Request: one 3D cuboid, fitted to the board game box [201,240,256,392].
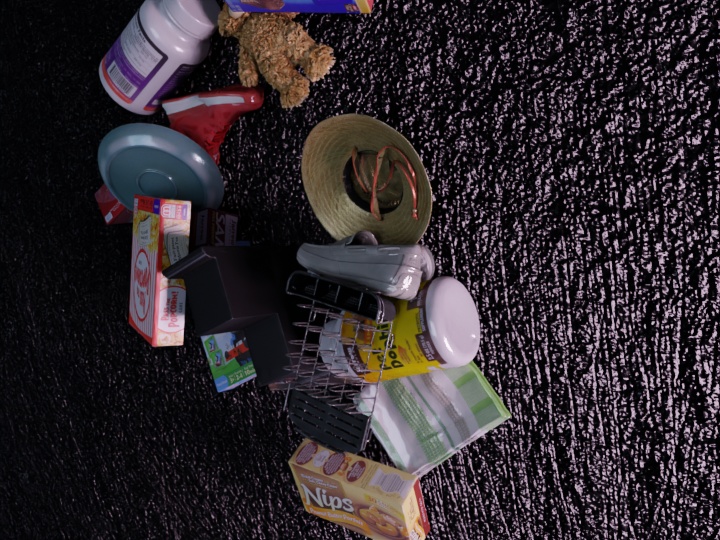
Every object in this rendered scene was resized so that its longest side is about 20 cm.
[{"bbox_3d":[-0.205,0.076,1.009,0.150,0.036,0.202,-29,75,35],"label":"board game box"}]

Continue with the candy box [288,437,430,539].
[{"bbox_3d":[-0.003,0.329,0.919,0.198,0.055,0.117,10,127,33],"label":"candy box"}]

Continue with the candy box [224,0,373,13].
[{"bbox_3d":[-0.092,-0.377,0.724,0.197,0.169,0.078,7,79,18],"label":"candy box"}]

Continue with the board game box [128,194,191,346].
[{"bbox_3d":[-0.295,-0.006,0.915,0.151,0.046,0.203,13,101,57],"label":"board game box"}]

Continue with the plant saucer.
[{"bbox_3d":[-0.312,-0.138,0.973,0.197,0.028,0.201,5,140,4],"label":"plant saucer"}]

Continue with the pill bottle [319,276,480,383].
[{"bbox_3d":[0.044,0.082,0.800,0.198,0.109,0.111,-19,91,37],"label":"pill bottle"}]

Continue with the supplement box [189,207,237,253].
[{"bbox_3d":[-0.280,-0.023,1.005,0.198,0.061,0.110,-12,73,41],"label":"supplement box"}]

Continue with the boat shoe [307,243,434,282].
[{"bbox_3d":[0.001,0.002,0.850,0.200,0.065,0.075,-2,100,34],"label":"boat shoe"}]

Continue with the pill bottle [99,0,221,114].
[{"bbox_3d":[-0.297,-0.336,0.940,0.199,0.111,0.112,-32,84,35],"label":"pill bottle"}]

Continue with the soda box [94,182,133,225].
[{"bbox_3d":[-0.364,-0.152,1.055,0.199,0.070,0.064,-31,81,36],"label":"soda box"}]

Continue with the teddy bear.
[{"bbox_3d":[-0.120,-0.314,0.849,0.144,0.067,0.202,-28,83,29],"label":"teddy bear"}]

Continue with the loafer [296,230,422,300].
[{"bbox_3d":[-0.003,-0.015,0.779,0.199,0.070,0.071,14,87,41],"label":"loafer"}]

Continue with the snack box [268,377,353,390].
[{"bbox_3d":[-0.070,0.139,0.955,0.198,0.024,0.073,-12,91,36],"label":"snack box"}]

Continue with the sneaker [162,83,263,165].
[{"bbox_3d":[-0.210,-0.214,0.948,0.198,0.078,0.117,6,117,40],"label":"sneaker"}]

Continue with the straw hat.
[{"bbox_3d":[0.027,-0.117,0.786,0.199,0.085,0.203,24,133,28],"label":"straw hat"}]

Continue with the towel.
[{"bbox_3d":[0.088,0.187,0.858,0.200,0.031,0.150,-44,77,33],"label":"towel"}]

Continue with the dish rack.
[{"bbox_3d":[-0.037,0.113,0.757,0.152,0.054,0.203,15,94,41],"label":"dish rack"}]

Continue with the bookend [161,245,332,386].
[{"bbox_3d":[-0.144,0.074,0.865,0.092,0.198,0.202,-25,78,33],"label":"bookend"}]
